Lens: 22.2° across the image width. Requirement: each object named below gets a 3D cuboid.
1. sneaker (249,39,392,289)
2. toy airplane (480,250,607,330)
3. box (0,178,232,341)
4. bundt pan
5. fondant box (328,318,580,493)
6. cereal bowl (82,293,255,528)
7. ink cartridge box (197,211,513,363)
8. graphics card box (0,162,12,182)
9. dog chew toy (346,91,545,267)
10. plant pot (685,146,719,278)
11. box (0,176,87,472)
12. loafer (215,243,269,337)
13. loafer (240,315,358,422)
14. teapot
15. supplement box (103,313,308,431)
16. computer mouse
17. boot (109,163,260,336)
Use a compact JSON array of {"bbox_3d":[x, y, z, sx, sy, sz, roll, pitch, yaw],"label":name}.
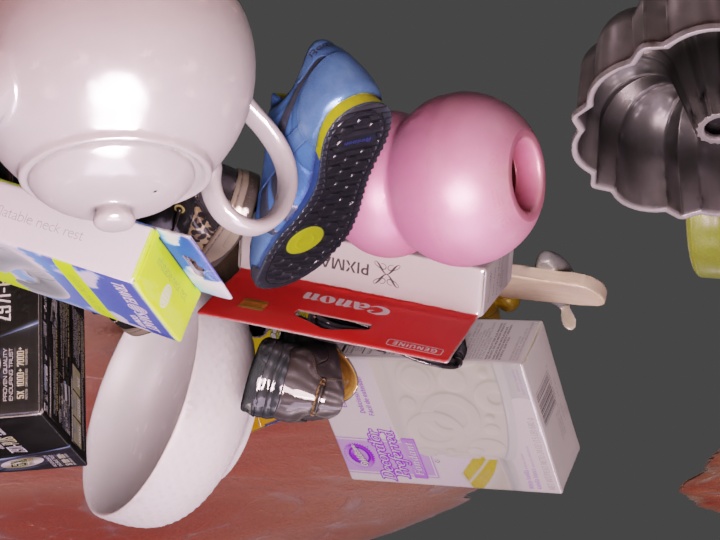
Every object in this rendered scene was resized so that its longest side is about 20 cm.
[{"bbox_3d":[-0.039,-0.073,1.280,0.065,0.079,0.201,-13,144,-34],"label":"sneaker"},{"bbox_3d":[0.084,0.006,1.560,0.199,0.142,0.199,37,137,-8],"label":"toy airplane"},{"bbox_3d":[-0.197,-0.011,1.255,0.198,0.048,0.122,17,164,16],"label":"box"},{"bbox_3d":[0.236,-0.123,1.231,0.200,0.076,0.203,-1,145,-1],"label":"bundt pan"},{"bbox_3d":[0.068,0.110,1.520,0.198,0.058,0.145,1,130,29],"label":"fondant box"},{"bbox_3d":[-0.138,0.109,1.431,0.083,0.202,0.200,23,150,-24],"label":"cereal bowl"},{"bbox_3d":[0.000,0.000,1.387,0.198,0.045,0.176,11,-158,16],"label":"ink cartridge box"},{"bbox_3d":[-0.319,-0.099,1.240,0.124,0.051,0.200,-5,160,3],"label":"graphics card box"},{"bbox_3d":[0.032,-0.064,1.339,0.198,0.126,0.124,-1,165,29],"label":"dog chew toy"},{"bbox_3d":[0.342,-0.059,1.355,0.191,0.202,0.200,2,164,19],"label":"plant pot"},{"bbox_3d":[-0.269,0.039,1.416,0.085,0.202,0.164,-5,162,3],"label":"box"},{"bbox_3d":[-0.106,-0.011,1.476,0.072,0.072,0.200,-13,145,21],"label":"loafer"},{"bbox_3d":[-0.037,0.082,1.392,0.072,0.073,0.200,18,-169,5],"label":"loafer"},{"bbox_3d":[-0.151,-0.094,1.152,0.198,0.148,0.198,-8,161,4],"label":"teapot"},{"bbox_3d":[-0.133,0.107,1.742,0.108,0.110,0.199,-19,175,-44],"label":"supplement box"},{"bbox_3d":[0.017,0.023,1.459,0.139,0.046,0.200,14,-168,-10],"label":"computer mouse"},{"bbox_3d":[-0.179,-0.036,1.355,0.150,0.074,0.200,24,142,-22],"label":"boot"}]
